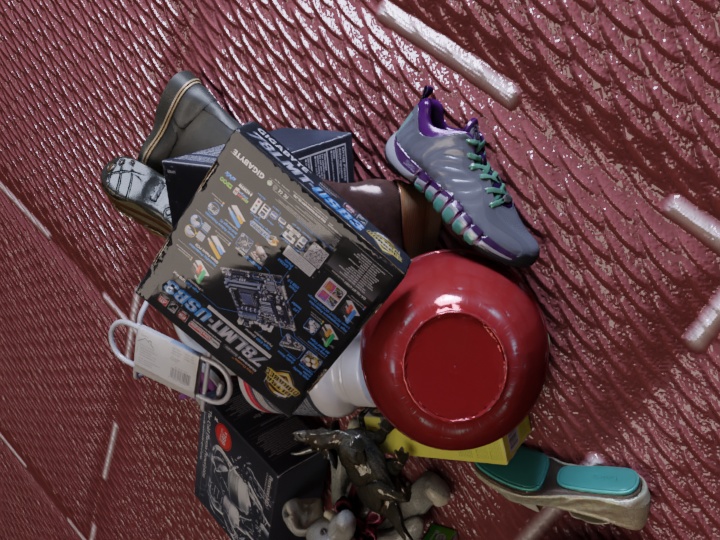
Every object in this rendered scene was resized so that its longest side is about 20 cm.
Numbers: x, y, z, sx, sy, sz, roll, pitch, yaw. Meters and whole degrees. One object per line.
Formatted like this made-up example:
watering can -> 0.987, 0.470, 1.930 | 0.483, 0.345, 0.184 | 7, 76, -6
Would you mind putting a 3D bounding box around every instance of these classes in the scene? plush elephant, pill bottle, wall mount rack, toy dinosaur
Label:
plush elephant -> -0.010, 0.321, 0.883 | 0.164, 0.154, 0.203 | 39, 127, 18
pill bottle -> -0.051, 0.121, 0.860 | 0.196, 0.119, 0.123 | -5, 105, 39
wall mount rack -> -0.234, 0.084, 0.908 | 0.195, 0.074, 0.179 | 21, 114, 14
toy dinosaur -> 0.014, 0.236, 0.804 | 0.200, 0.077, 0.103 | 45, 143, 4

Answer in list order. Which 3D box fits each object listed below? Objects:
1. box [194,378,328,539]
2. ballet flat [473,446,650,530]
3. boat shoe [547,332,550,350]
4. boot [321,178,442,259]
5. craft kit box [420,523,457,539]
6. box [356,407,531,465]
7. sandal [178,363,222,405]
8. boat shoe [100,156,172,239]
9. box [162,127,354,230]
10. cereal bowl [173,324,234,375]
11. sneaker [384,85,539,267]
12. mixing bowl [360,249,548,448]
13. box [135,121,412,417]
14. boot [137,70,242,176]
box -> -0.148, 0.292, 0.999 | 0.180, 0.103, 0.205 | 33, 126, 33
ballet flat -> 0.210, 0.240, 0.740 | 0.195, 0.067, 0.064 | 2, 120, 38
boat shoe -> 0.113, 0.109, 0.750 | 0.197, 0.063, 0.075 | -21, 94, 30
boot -> 0.000, 0.000, 0.745 | 0.072, 0.161, 0.207 | -130, 46, -68
craft kit box -> 0.072, 0.464, 0.851 | 0.047, 0.196, 0.206 | 4, 112, 36
box -> 0.094, 0.179, 0.800 | 0.196, 0.075, 0.052 | -6, 105, 40
sandal -> -0.253, 0.181, 1.045 | 0.081, 0.050, 0.203 | 34, 154, -2
boat shoe -> -0.257, -0.079, 0.930 | 0.197, 0.077, 0.074 | 32, 151, -7
box -> -0.103, -0.042, 0.781 | 0.120, 0.197, 0.206 | 11, 115, 33
cereal bowl -> -0.212, 0.062, 0.987 | 0.196, 0.083, 0.206 | 16, 118, 32
sneaker -> 0.111, -0.093, 0.679 | 0.199, 0.074, 0.089 | 43, 122, 16
mixing bowl -> 0.090, 0.084, 0.654 | 0.193, 0.108, 0.208 | 0, 92, 6
box -> -0.085, 0.005, 0.644 | 0.198, 0.050, 0.200 | 38, 115, -2
boot -> -0.223, -0.142, 0.924 | 0.137, 0.077, 0.202 | 39, 133, 8
